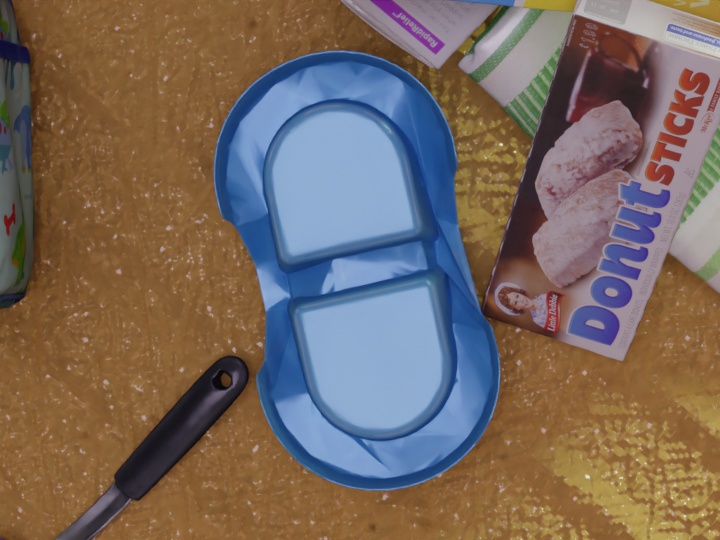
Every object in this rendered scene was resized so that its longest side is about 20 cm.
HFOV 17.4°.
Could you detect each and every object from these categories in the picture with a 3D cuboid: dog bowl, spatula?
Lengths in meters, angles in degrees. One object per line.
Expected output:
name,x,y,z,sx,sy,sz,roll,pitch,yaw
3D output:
dog bowl,0.000,0.000,1.084,0.111,0.050,0.201,-12,90,4
spatula,-0.124,0.114,1.109,0.200,0.021,0.057,-46,75,2

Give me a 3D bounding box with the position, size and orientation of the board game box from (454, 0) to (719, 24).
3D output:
board game box,0.092,-0.180,0.945,0.199,0.040,0.154,6,121,7

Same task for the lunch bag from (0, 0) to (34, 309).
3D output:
lunch bag,-0.195,-0.057,1.021,0.082,0.200,0.161,-4,91,4

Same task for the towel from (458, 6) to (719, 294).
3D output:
towel,0.161,-0.088,1.053,0.200,0.023,0.153,37,95,-18

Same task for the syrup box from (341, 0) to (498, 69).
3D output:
syrup box,0.069,-0.190,1.014,0.081,0.079,0.200,39,119,-13

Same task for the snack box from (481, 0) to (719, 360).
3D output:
snack box,0.107,-0.038,1.018,0.072,0.200,0.024,18,51,3
